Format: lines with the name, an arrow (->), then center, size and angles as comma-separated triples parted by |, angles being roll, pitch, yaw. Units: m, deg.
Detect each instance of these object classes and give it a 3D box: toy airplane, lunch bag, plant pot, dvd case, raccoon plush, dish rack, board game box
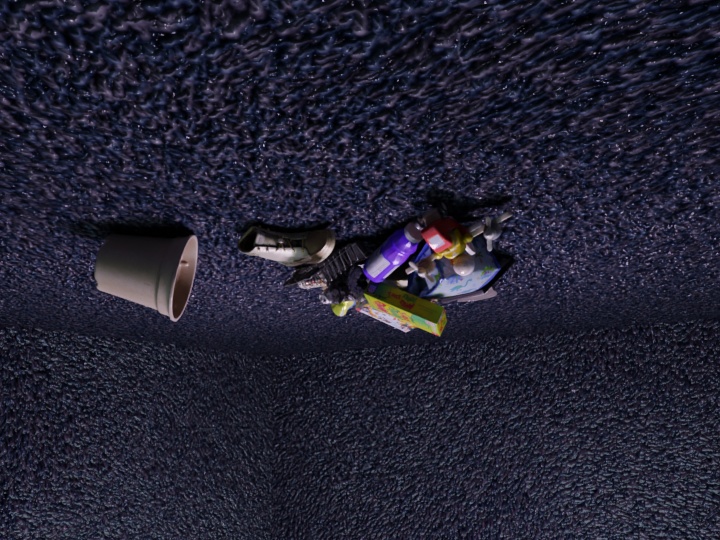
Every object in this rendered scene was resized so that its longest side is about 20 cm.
toy airplane -> 0.201, -0.052, 1.145 | 0.197, 0.142, 0.200 | -14, 158, -15
lunch bag -> 0.216, 0.007, 1.344 | 0.168, 0.128, 0.200 | -8, 153, -19
plant pot -> -0.489, -0.002, 1.245 | 0.182, 0.202, 0.201 | 12, 164, -6
dvd case -> 0.323, 0.026, 1.498 | 0.142, 0.018, 0.200 | -19, -168, 46
raccoon plush -> -0.075, 0.036, 1.378 | 0.133, 0.098, 0.199 | -6, 176, 37
dish rack -> -0.086, -0.004, 1.313 | 0.200, 0.055, 0.153 | -37, -168, -37
board game box -> 0.113, 0.092, 1.366 | 0.199, 0.048, 0.102 | 22, 163, 21
board game box -> 0.101, 0.113, 1.563 | 0.199, 0.035, 0.126 | 26, 143, -29

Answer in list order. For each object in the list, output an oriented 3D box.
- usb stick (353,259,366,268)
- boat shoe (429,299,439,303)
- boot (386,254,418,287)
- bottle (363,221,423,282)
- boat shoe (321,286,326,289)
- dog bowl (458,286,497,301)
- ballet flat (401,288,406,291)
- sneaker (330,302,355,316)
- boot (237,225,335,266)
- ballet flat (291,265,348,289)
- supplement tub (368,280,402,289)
usb stick -> 0.000, 0.000, 1.560 | 0.055, 0.033, 0.200 | 0, 165, 0
boat shoe -> 0.207, 0.067, 1.580 | 0.073, 0.064, 0.201 | -20, 170, 35
boot -> 0.100, 0.004, 1.470 | 0.198, 0.073, 0.155 | -5, 167, -16
bottle -> 0.079, -0.045, 1.280 | 0.065, 0.084, 0.200 | 38, 143, -6
boat shoe -> -0.067, 0.049, 1.670 | 0.073, 0.070, 0.200 | -9, 164, 28
dog bowl -> 0.333, 0.052, 1.741 | 0.198, 0.059, 0.200 | -1, 166, 0
ballet flat -> 0.160, 0.082, 1.632 | 0.068, 0.068, 0.199 | -18, 151, 31
sneaker -> -0.026, 0.048, 1.584 | 0.105, 0.076, 0.201 | -32, 161, -33
boot -> -0.168, -0.062, 1.233 | 0.199, 0.073, 0.154 | -14, 158, 43
ballet flat -> -0.117, 0.010, 1.521 | 0.199, 0.076, 0.064 | -18, 143, 39
supplement tub -> 0.089, 0.093, 1.733 | 0.131, 0.133, 0.200 | -6, 164, 17
